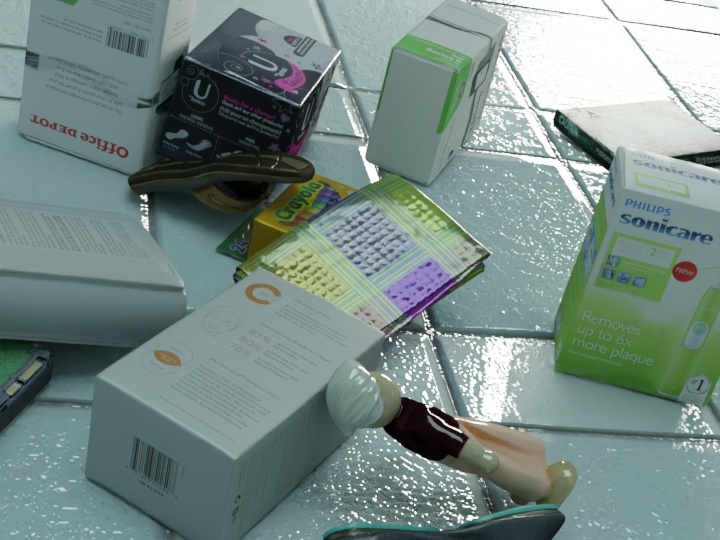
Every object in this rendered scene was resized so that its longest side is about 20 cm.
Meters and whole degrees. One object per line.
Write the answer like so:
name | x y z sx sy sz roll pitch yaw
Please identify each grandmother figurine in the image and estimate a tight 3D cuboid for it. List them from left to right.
grandmother figurine | 0.058 0.120 0.916 0.200 0.061 0.121 28 -19 -26

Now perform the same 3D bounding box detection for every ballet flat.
ballet flat | 0.064 0.206 0.860 0.200 0.073 0.073 1 34 -30

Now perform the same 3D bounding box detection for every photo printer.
photo printer | -0.259 -0.001 1.000 0.200 0.070 0.166 6 22 -31

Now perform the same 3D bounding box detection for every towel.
towel | 0.000 0.000 1.105 0.200 0.023 0.144 -35 64 -25

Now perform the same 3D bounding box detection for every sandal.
sandal | -0.133 -0.081 1.200 0.200 0.055 0.082 -4 15 20

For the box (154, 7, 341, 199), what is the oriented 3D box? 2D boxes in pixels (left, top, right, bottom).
box | -0.112 -0.182 1.309 0.132 0.115 0.200 23 29 1

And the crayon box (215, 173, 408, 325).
crayon box | -0.021 -0.031 1.195 0.200 0.052 0.126 21 33 11

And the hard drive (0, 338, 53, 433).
hard drive | -0.350 0.072 0.922 0.200 0.038 0.140 19 33 9

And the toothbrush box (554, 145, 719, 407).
toothbrush box | 0.270 0.007 1.110 0.145 0.200 0.086 15 32 -1

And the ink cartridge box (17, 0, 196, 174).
ink cartridge box | -0.256 -0.218 1.255 0.146 0.200 0.084 21 30 9

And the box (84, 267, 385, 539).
box | -0.090 0.098 0.927 0.124 0.098 0.200 27 35 21

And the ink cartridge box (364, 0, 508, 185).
ink cartridge box | 0.090 -0.209 1.423 0.084 0.146 0.200 22 34 12

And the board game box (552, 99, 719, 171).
board game box | 0.360 -0.170 1.577 0.200 0.028 0.135 -10 40 -32
